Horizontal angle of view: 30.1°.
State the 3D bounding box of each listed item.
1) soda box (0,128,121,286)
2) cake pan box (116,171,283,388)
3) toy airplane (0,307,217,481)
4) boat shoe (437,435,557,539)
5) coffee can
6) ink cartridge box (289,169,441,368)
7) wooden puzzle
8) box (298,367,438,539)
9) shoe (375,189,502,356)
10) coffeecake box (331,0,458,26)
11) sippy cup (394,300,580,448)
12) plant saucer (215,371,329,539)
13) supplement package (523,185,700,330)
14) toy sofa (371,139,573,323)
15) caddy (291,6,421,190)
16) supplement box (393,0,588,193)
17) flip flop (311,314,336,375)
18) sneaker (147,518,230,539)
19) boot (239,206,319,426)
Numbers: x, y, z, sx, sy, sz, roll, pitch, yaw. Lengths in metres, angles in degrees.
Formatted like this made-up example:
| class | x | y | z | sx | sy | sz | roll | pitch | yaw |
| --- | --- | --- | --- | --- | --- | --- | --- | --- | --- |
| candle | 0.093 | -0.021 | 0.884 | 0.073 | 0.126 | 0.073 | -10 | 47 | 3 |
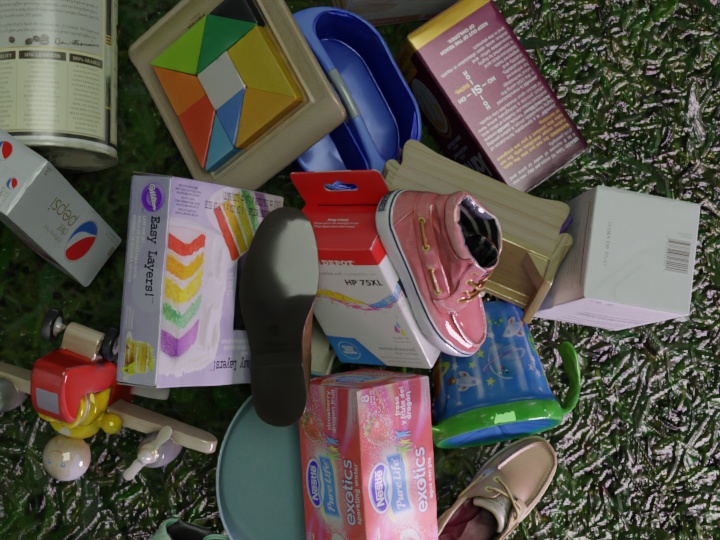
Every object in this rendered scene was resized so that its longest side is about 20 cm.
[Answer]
| class | x | y | z | sx | sy | sz | roll | pitch | yaw |
| --- | --- | --- | --- | --- | --- | --- | --- | --- | --- |
| soda box | -0.301 | -0.055 | 1.272 | 0.068 | 0.200 | 0.064 | 32 | 79 | 19 |
| cake pan box | -0.142 | 0.013 | 1.225 | 0.052 | 0.200 | 0.186 | 6 | 89 | 27 |
| toy airplane | -0.259 | 0.131 | 1.266 | 0.198 | 0.199 | 0.142 | 28 | 74 | -34 |
| boat shoe | 0.134 | 0.250 | 1.382 | 0.200 | 0.066 | 0.074 | -44 | 92 | -12 |
| coffee can | -0.311 | -0.207 | 1.319 | 0.145 | 0.146 | 0.202 | 0 | 83 | -10 |
| ink cartridge box | 0.000 | 0.000 | 1.294 | 0.067 | 0.115 | 0.201 | -57 | 133 | -36 |
| wooden puzzle | -0.131 | -0.188 | 1.344 | 0.184 | 0.037 | 0.201 | -34 | 81 | 25 |
| box | 0.006 | 0.203 | 1.312 | 0.094 | 0.102 | 0.202 | -7 | 97 | -39 |
| shoe | 0.093 | 0.007 | 1.245 | 0.072 | 0.090 | 0.201 | -57 | 132 | -35 |
| coffeecake box | 0.057 | -0.318 | 1.370 | 0.152 | 0.200 | 0.074 | -10 | 84 | -11 |
| sippy cup | 0.130 | 0.105 | 1.375 | 0.177 | 0.139 | 0.132 | 10 | 65 | -51 |
| plant saucer | -0.070 | 0.199 | 1.335 | 0.199 | 0.036 | 0.202 | -2 | 93 | -40 |
| supplement package | 0.252 | -0.008 | 1.366 | 0.108 | 0.200 | 0.115 | 10 | 82 | -8 |
| toy sofa | 0.105 | -0.039 | 1.327 | 0.198 | 0.083 | 0.098 | 23 | 56 | 2 |
| caddy | -0.023 | -0.172 | 1.385 | 0.141 | 0.105 | 0.201 | -28 | 89 | -11 |
| supplement box | 0.130 | -0.173 | 1.402 | 0.103 | 0.131 | 0.201 | -34 | 89 | -10 |
| flip flop | -0.051 | 0.048 | 1.379 | 0.080 | 0.058 | 0.202 | 13 | 81 | -8 |
| sneaker | -0.136 | 0.326 | 1.299 | 0.200 | 0.074 | 0.119 | 35 | 114 | -2 |
| boot | -0.073 | 0.040 | 1.257 | 0.073 | 0.075 | 0.202 | 3 | 97 | 6 |
